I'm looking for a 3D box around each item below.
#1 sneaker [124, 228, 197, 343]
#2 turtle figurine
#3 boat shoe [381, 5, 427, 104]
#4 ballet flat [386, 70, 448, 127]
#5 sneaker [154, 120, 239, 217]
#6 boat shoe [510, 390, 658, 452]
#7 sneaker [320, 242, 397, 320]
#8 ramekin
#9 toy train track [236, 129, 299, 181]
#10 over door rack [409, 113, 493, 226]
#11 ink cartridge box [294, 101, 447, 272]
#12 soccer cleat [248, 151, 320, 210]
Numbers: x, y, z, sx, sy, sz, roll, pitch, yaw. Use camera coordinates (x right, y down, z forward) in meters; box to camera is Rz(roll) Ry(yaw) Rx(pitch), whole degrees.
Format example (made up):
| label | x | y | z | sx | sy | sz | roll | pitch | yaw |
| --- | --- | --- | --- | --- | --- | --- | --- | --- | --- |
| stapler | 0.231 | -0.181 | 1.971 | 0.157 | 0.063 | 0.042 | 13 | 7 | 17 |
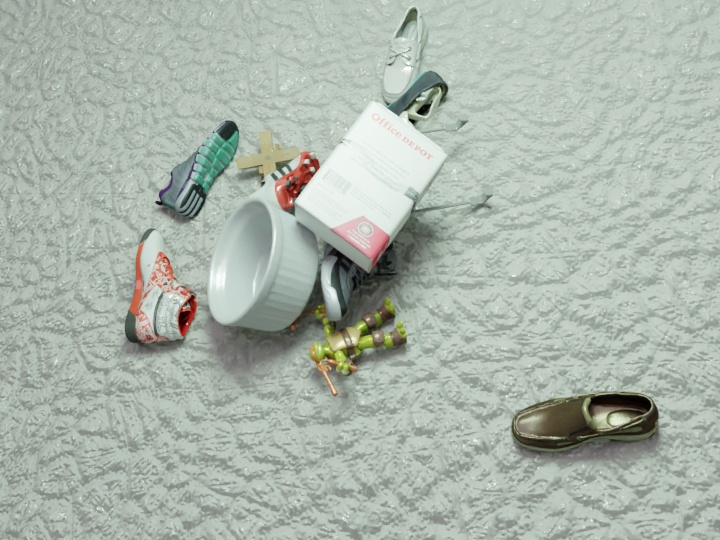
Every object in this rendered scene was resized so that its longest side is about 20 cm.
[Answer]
| label | x | y | z | sx | sy | sz | roll | pitch | yaw |
| --- | --- | --- | --- | --- | --- | --- | --- | --- | --- |
| sneaker | -0.321 | 0.024 | 1.435 | 0.106 | 0.067 | 0.205 | -2 | 63 | 12 |
| turtle figurine | -0.012 | 0.112 | 1.300 | 0.159 | 0.065 | 0.201 | -20 | 35 | -7 |
| boat shoe | 0.076 | -0.399 | 1.575 | 0.069 | 0.070 | 0.203 | 5 | 63 | 15 |
| ballet flat | 0.083 | -0.271 | 1.502 | 0.073 | 0.073 | 0.200 | 35 | 71 | 28 |
| sneaker | -0.298 | -0.195 | 1.553 | 0.086 | 0.075 | 0.202 | 17 | 66 | 28 |
| boat shoe | 0.302 | 0.195 | 1.169 | 0.198 | 0.075 | 0.076 | -10 | 58 | 8 |
| sneaker | 0.000 | 0.000 | 1.335 | 0.111 | 0.077 | 0.201 | -4 | 35 | 6 |
| ramekin | -0.150 | -0.003 | 1.338 | 0.199 | 0.097 | 0.204 | -29 | 52 | 45 |
| toy train track | -0.156 | -0.155 | 1.519 | 0.112 | 0.033 | 0.203 | -10 | 64 | 0 |
| over door rack | 0.099 | -0.156 | 1.397 | 0.197 | 0.067 | 0.150 | -15 | 77 | -16 |
| ink cartridge box | 0.015 | -0.125 | 1.287 | 0.144 | 0.084 | 0.201 | 35 | 77 | 5 |
| soccer cleat | -0.121 | -0.149 | 1.440 | 0.084 | 0.070 | 0.200 | -9 | 22 | 21 |
